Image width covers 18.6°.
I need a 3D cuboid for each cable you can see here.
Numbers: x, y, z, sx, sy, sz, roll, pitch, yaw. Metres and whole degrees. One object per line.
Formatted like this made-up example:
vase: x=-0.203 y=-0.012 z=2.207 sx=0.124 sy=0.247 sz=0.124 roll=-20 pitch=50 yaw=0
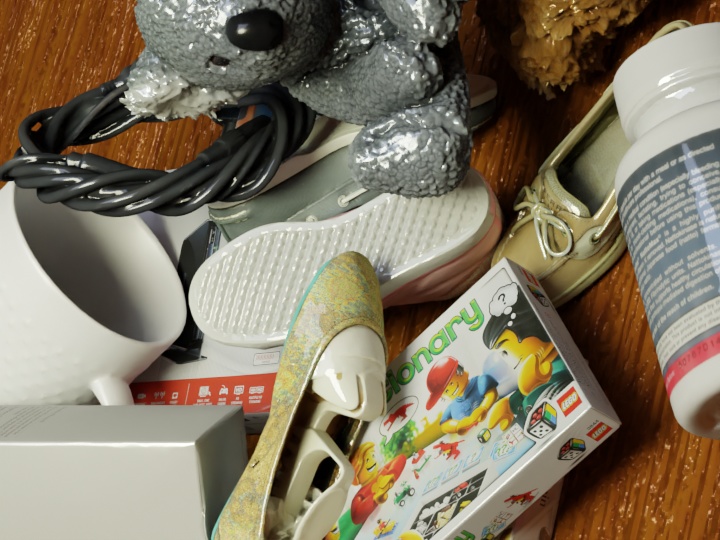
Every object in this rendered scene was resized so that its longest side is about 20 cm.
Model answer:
cable: x=-0.127 y=-0.078 z=1.367 sx=0.199 sy=0.051 sz=0.163 roll=-17 pitch=37 yaw=-10

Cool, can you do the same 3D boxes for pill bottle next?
pill bottle: x=0.200 y=-0.024 z=1.160 sx=0.119 sy=0.119 sz=0.201 roll=-28 pitch=62 yaw=30

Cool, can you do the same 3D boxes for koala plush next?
koala plush: x=-0.039 y=-0.149 z=1.272 sx=0.184 sy=0.199 sz=0.178 roll=-104 pitch=16 yaw=-67

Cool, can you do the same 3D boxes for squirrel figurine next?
squirrel figurine: x=0.111 y=-0.213 z=1.329 sx=0.186 sy=0.141 sz=0.201 roll=-10 pitch=63 yaw=46

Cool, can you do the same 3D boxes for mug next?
mug: x=-0.213 y=0.061 z=1.428 sx=0.175 sy=0.147 sz=0.201 roll=-41 pitch=66 yaw=25

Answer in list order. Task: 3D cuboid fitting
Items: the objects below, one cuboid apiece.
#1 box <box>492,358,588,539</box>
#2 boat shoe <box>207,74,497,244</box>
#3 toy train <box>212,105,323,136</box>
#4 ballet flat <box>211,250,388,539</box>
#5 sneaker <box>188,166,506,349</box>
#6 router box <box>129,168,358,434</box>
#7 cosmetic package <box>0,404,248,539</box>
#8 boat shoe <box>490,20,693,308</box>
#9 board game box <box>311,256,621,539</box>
box: x=0.086 y=0.141 z=1.259 sx=0.041 sy=0.039 sz=0.201 roll=3 pitch=74 yaw=42
boat shoe: x=-0.002 y=-0.066 z=1.386 sx=0.199 sy=0.062 sz=0.073 roll=-23 pitch=24 yaw=-8
toy train: x=-0.039 y=-0.169 z=1.479 sx=0.114 sy=0.087 sz=0.201 roll=4 pitch=74 yaw=37
ballet flat: x=-0.021 y=0.090 z=1.252 sx=0.071 sy=0.071 sz=0.201 roll=22 pitch=89 yaw=45
sneaker: x=0.000 y=0.000 z=1.345 sx=0.199 sy=0.105 sz=0.076 roll=-23 pitch=74 yaw=12
router box: x=-0.096 y=0.019 z=1.470 sx=0.199 sy=0.049 sz=0.181 roll=-7 pitch=67 yaw=40
cosmetic package: x=-0.170 y=0.141 z=1.327 sx=0.199 sy=0.085 sz=0.108 roll=0 pitch=103 yaw=17
boat shoe: x=0.139 y=-0.059 z=1.283 sx=0.201 sy=0.063 sz=0.073 roll=-46 pitch=47 yaw=17
board game box: x=0.045 y=0.103 z=1.255 sx=0.200 sy=0.035 sz=0.127 roll=-44 pitch=44 yaw=16
